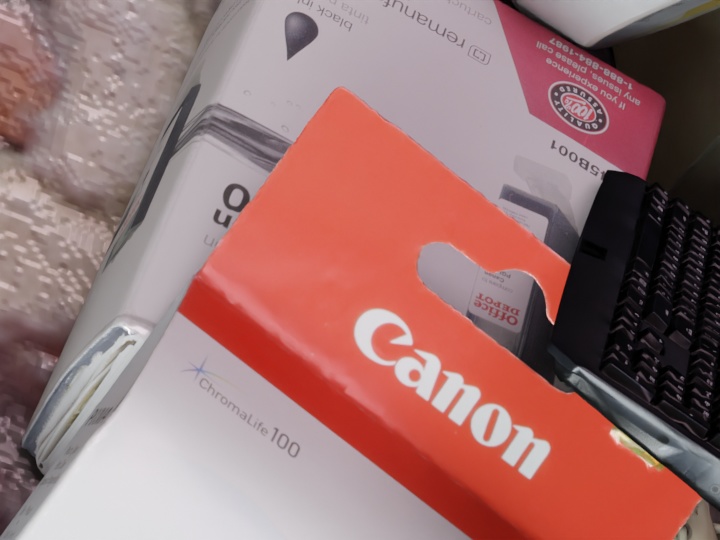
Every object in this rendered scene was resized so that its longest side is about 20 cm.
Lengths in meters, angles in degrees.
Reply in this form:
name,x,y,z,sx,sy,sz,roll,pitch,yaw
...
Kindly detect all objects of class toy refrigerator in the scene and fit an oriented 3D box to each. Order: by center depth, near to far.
name,x,y,z,sx,sy,sz,roll,pitch,yaw
toy refrigerator,0.137,-0.116,1.064,0.070,0.076,0.201,10,53,-25

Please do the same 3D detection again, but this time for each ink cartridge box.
name,x,y,z,sx,sy,sz,roll,pitch,yaw
ink cartridge box,0.002,0.073,0.774,0.160,0.047,0.200,38,79,-9
ink cartridge box,0.000,0.000,0.890,0.145,0.085,0.200,29,50,-10

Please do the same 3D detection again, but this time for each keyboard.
name,x,y,z,sx,sy,sz,roll,pitch,yaw
keyboard,0.109,0.016,0.806,0.104,0.040,0.200,39,19,-4

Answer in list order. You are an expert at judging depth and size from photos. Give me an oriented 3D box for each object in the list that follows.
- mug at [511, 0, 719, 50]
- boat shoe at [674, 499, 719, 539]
name,x,y,z,sx,sy,sz,roll,pitch,yaw
mug,0.101,-0.164,0.945,0.186,0.149,0.154,-20,87,-13
boat shoe,0.081,0.103,0.869,0.062,0.071,0.200,20,54,1
